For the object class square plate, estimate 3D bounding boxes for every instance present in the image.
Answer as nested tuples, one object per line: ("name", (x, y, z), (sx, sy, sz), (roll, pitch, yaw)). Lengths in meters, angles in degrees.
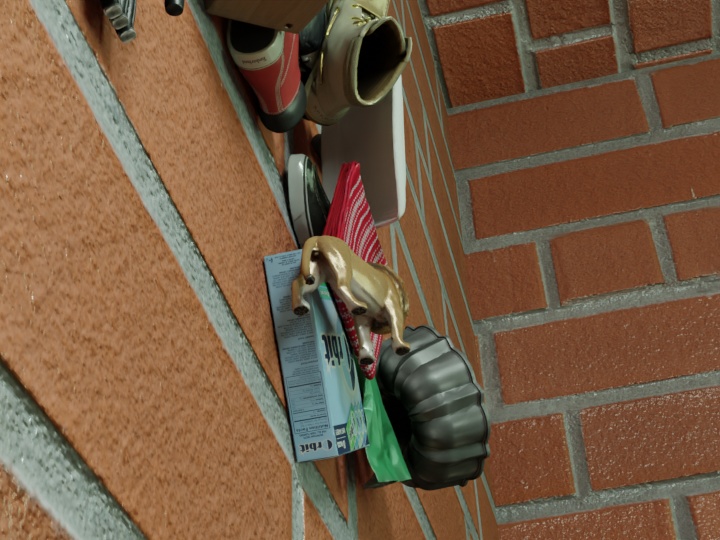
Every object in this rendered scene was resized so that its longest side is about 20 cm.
("square plate", (0.005, -0.134, 1.480), (0.200, 0.028, 0.199), (158, -66, -62))

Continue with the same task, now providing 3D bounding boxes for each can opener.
("can opener", (-0.026, -0.139, 1.670), (0.066, 0.053, 0.200), (46, -4, 20))

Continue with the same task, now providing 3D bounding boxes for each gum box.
("gum box", (-0.041, 0.086, 1.290), (0.170, 0.044, 0.201), (24, 56, -79))

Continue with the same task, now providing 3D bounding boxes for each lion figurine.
("lion figurine", (-0.008, 0.013, 1.222), (0.200, 0.072, 0.123), (51, 24, -49))

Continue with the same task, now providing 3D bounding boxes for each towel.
("towel", (0.000, 0.000, 1.367), (0.145, 0.022, 0.200), (-76, 156, -43))

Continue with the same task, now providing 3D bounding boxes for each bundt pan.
("bundt pan", (0.062, 0.170, 1.508), (0.202, 0.076, 0.202), (31, -51, 48))

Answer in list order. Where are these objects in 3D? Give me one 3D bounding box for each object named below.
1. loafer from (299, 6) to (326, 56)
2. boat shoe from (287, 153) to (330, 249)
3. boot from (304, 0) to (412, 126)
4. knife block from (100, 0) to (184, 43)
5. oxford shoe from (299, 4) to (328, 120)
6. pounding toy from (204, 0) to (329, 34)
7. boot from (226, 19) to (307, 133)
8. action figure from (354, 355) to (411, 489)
("loafer", (-0.070, -0.333, 1.379), (0.070, 0.068, 0.201), (-13, 102, -63))
("boat shoe", (-0.033, -0.037, 1.420), (0.071, 0.064, 0.200), (-76, 153, -68))
("boot", (0.009, -0.258, 1.375), (0.155, 0.072, 0.200), (-4, -114, 69))
("knife block", (-0.157, -0.257, 0.916), (0.200, 0.064, 0.176), (-65, 144, -75))
("oxford shoe", (-0.068, -0.262, 1.449), (0.084, 0.072, 0.200), (-73, 149, -55))
("pounding toy", (-0.048, -0.355, 1.181), (0.184, 0.142, 0.200), (-36, -126, 50))
("boot", (-0.089, -0.246, 1.321), (0.144, 0.072, 0.200), (69, 20, -55))
("action figure", (0.000, 0.146, 1.449), (0.118, 0.055, 0.200), (41, 32, -73))
